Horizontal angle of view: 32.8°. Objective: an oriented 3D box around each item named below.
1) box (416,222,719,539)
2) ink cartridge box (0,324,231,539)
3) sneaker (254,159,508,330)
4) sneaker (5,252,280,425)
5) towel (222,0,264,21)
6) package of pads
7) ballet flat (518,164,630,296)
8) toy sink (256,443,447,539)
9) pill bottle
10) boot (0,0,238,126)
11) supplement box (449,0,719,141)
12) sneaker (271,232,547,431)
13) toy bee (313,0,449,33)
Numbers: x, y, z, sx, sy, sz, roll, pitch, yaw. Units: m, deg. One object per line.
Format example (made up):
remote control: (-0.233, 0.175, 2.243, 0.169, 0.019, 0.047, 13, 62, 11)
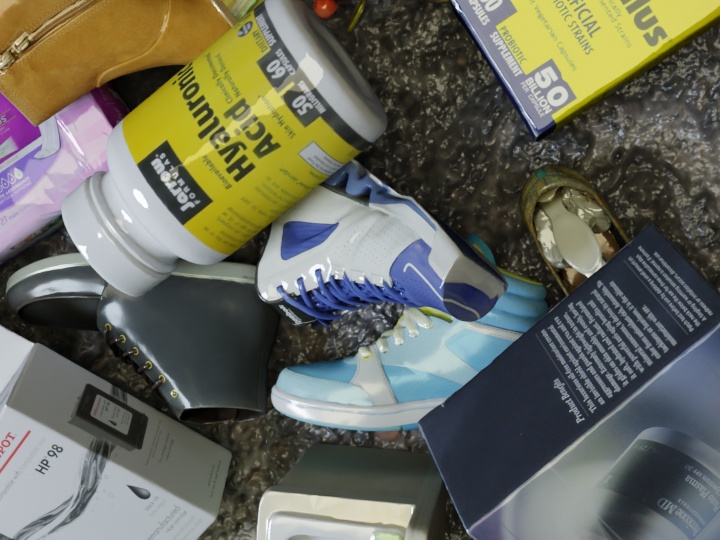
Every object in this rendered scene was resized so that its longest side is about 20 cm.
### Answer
box: (0.179, 0.120, 0.763, 0.198, 0.123, 0.200, -41, 118, 10)
ink cartridge box: (-0.203, 0.131, 0.834, 0.199, 0.067, 0.116, 32, 123, -16)
sneaker: (0.000, 0.000, 0.800, 0.116, 0.080, 0.199, -55, 44, 3)
sneaker: (-0.156, 0.049, 0.850, 0.198, 0.075, 0.107, 0, 69, 7)
towel: (-0.150, -0.234, 0.877, 0.200, 0.018, 0.086, 40, 93, 5)
package of pads: (-0.258, -0.076, 0.872, 0.199, 0.076, 0.121, -33, 91, 9)
ballet flat: (0.171, 0.017, 0.823, 0.070, 0.071, 0.201, -33, 89, 9)
toy sink: (-0.007, 0.199, 0.794, 0.111, 0.200, 0.132, 4, 96, 7)
pill bottle: (-0.090, -0.074, 0.779, 0.199, 0.111, 0.112, -38, 88, 13)
boot: (-0.162, -0.145, 0.806, 0.144, 0.071, 0.201, -47, 118, 0)
supplement box: (0.168, -0.184, 0.787, 0.199, 0.110, 0.109, -33, 89, 9)
sneaker: (0.037, 0.040, 0.839, 0.198, 0.080, 0.132, -1, 96, -1)
toy bee: (-0.002, -0.200, 0.785, 0.198, 0.131, 0.110, -3, 59, -4)
